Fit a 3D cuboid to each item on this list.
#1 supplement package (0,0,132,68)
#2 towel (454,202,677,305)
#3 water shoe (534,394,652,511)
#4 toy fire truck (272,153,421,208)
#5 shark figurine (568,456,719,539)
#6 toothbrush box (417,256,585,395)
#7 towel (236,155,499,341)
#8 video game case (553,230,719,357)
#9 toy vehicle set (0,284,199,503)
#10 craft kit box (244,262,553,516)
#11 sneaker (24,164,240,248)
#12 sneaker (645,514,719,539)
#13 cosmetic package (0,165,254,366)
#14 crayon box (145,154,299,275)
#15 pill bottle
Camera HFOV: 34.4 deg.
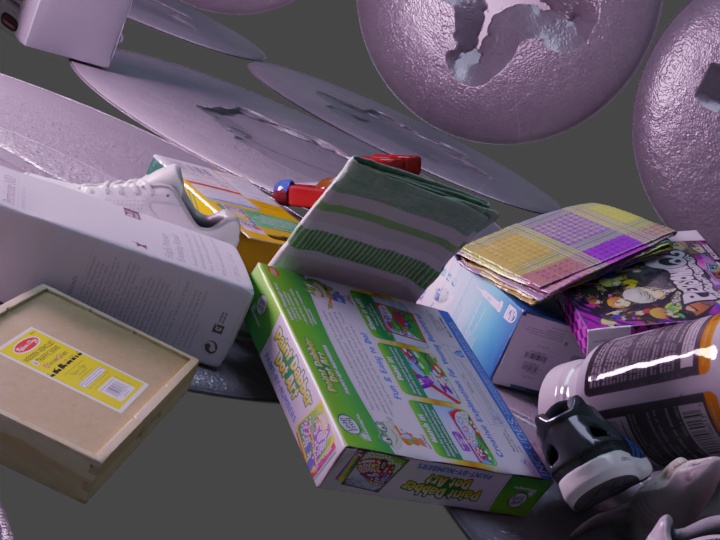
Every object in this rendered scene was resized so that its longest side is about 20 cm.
[{"bbox_3d":[-0.430,-0.428,1.733,0.111,0.201,0.155,34,17,37],"label":"supplement package"},{"bbox_3d":[0.210,-0.022,1.204,0.199,0.023,0.143,-21,29,-28],"label":"towel"},{"bbox_3d":[0.174,0.133,0.877,0.079,0.071,0.200,64,5,15],"label":"water shoe"},{"bbox_3d":[-0.017,-0.090,1.460,0.166,0.113,0.200,4,7,16],"label":"toy fire truck"},{"bbox_3d":[0.245,0.209,0.890,0.090,0.128,0.214,62,12,27],"label":"shark figurine"},{"bbox_3d":[0.165,0.052,1.251,0.145,0.086,0.200,16,17,-30],"label":"toothbrush box"},{"bbox_3d":[0.000,0.000,0.941,0.152,0.200,0.024,14,41,-35],"label":"towel"},{"bbox_3d":[0.288,0.019,1.174,0.179,0.036,0.200,-5,26,-4],"label":"video game case"},{"bbox_3d":[-0.183,0.067,0.712,0.123,0.027,0.200,26,14,2],"label":"toy vehicle set"},{"bbox_3d":[0.023,0.089,0.875,0.196,0.049,0.201,19,28,-36],"label":"craft kit box"},{"bbox_3d":[-0.192,-0.052,0.981,0.199,0.100,0.078,21,14,-16],"label":"sneaker"},{"bbox_3d":[0.264,0.222,0.735,0.199,0.116,0.075,27,14,10],"label":"sneaker"},{"bbox_3d":[-0.189,-0.004,0.869,0.199,0.075,0.102,21,14,-23],"label":"cosmetic package"},{"bbox_3d":[-0.123,-0.044,1.175,0.125,0.052,0.200,12,18,-43],"label":"crayon box"},{"bbox_3d":[0.252,0.106,0.966,0.116,0.118,0.199,14,-22,-37],"label":"pill bottle"}]
